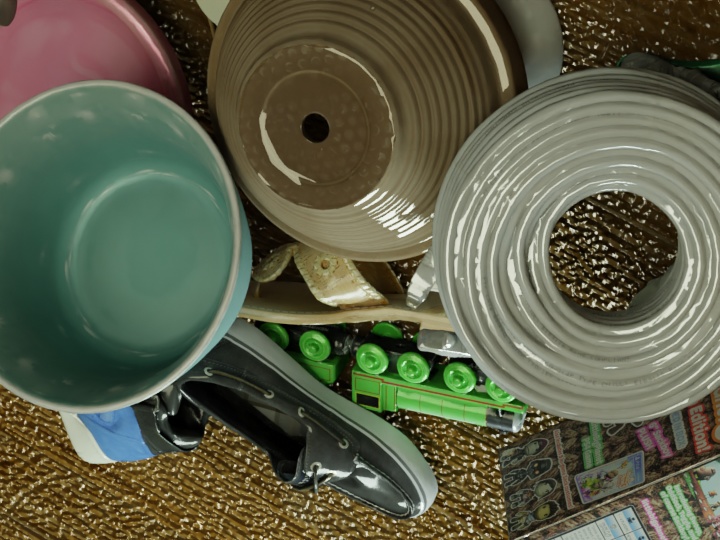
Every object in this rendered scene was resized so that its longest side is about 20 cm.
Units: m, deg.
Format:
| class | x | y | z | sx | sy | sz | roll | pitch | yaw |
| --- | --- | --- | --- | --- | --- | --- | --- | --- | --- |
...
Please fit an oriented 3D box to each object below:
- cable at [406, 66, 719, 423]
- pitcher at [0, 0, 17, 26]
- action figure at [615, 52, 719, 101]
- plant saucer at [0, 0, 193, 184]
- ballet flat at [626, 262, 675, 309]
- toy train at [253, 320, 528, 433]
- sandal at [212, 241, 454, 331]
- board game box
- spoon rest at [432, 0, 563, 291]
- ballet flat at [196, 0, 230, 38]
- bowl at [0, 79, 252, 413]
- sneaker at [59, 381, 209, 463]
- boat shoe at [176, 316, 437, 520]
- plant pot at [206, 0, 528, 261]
| class | x | y | z | sx | sy | sz | roll | pitch | yaw |
| --- | --- | --- | --- | --- | --- | --- | --- | --- | --- |
| cable | 0.139 | -0.014 | 1.176 | 0.199 | 0.069 | 0.201 | 17 | 104 | -2 |
| pitcher | -0.219 | -0.279 | 1.306 | 0.200 | 0.121 | 0.172 | -56 | 44 | 19 |
| action figure | 0.212 | -0.083 | 1.227 | 0.199 | 0.055 | 0.119 | 16 | 117 | 22 |
| plant saucer | -0.196 | -0.108 | 1.389 | 0.200 | 0.051 | 0.201 | 8 | 110 | 21 |
| ballet flat | 0.191 | 0.052 | 1.275 | 0.073 | 0.073 | 0.201 | 15 | 117 | 17 |
| toy train | 0.022 | 0.066 | 1.367 | 0.199 | 0.042 | 0.057 | 12 | 122 | 19 |
| sandal | 0.001 | -0.001 | 1.335 | 0.211 | 0.078 | 0.070 | 9 | 107 | 11 |
| board game box | 0.205 | 0.151 | 1.233 | 0.199 | 0.097 | 0.160 | -24 | 118 | 12 |
| spoon rest | 0.070 | -0.088 | 1.289 | 0.099 | 0.061 | 0.201 | 10 | 99 | 18 |
| ballet flat | -0.090 | -0.215 | 1.293 | 0.068 | 0.072 | 0.201 | -7 | 105 | 27 |
| bowl | -0.147 | -0.011 | 1.295 | 0.200 | 0.105 | 0.202 | -2 | 84 | 19 |
| sneaker | -0.168 | 0.050 | 1.396 | 0.111 | 0.077 | 0.200 | -6 | 128 | 25 |
| boat shoe | -0.038 | 0.110 | 1.364 | 0.200 | 0.066 | 0.070 | 42 | 140 | -16 |
| plant pot | -0.010 | -0.093 | 1.221 | 0.200 | 0.093 | 0.202 | 8 | 111 | 21 |
